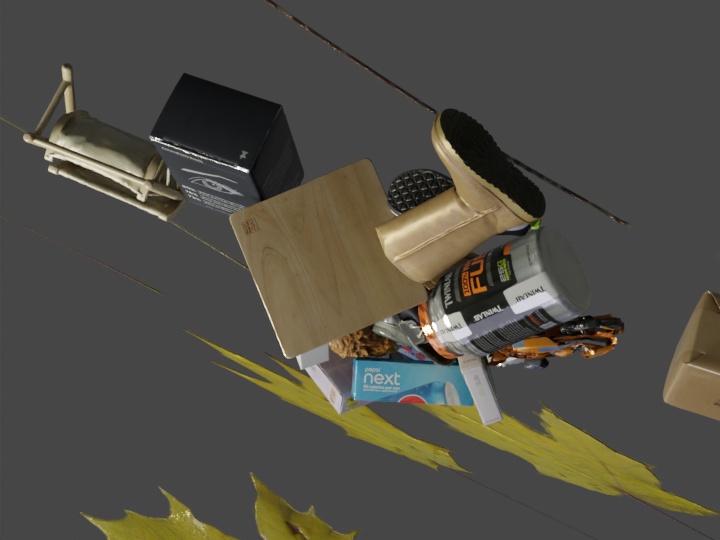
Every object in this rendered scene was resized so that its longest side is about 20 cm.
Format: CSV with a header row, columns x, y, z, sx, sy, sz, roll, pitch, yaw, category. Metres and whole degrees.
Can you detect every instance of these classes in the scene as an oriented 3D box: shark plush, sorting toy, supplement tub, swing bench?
x,y,z,sx,sy,sz,roll,pitch,yaw,category
0.245,0.135,1.634,0.200,0.091,0.083,-29,161,30,shark plush
-0.040,-0.014,1.331,0.070,0.198,0.201,86,162,-86,sorting toy
0.180,0.035,1.299,0.200,0.123,0.122,-28,133,31,supplement tub
-0.356,-0.173,1.499,0.198,0.130,0.200,22,163,4,swing bench

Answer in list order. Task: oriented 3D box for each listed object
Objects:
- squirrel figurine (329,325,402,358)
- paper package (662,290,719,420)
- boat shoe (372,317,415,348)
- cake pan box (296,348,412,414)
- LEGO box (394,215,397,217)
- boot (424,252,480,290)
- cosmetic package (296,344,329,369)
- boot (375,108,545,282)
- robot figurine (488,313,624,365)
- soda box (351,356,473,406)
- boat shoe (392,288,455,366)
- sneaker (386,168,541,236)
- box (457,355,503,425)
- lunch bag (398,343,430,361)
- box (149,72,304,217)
x,y,z,sx,sy,sz,roll,pitch,yaw,category
-0.022,0.078,1.720,0.200,0.141,0.187,56,-175,25,squirrel figurine
0.504,0.130,1.308,0.190,0.104,0.200,17,161,16,paper package
0.102,0.093,1.603,0.202,0.065,0.074,20,178,-42,boat shoe
-0.010,0.148,1.813,0.200,0.184,0.052,47,140,36,cake pan box
0.000,0.000,1.502,0.148,0.077,0.200,-17,167,-10,LEGO box
0.192,0.030,1.460,0.199,0.077,0.155,0,164,10,boot
-0.093,0.033,1.486,0.200,0.052,0.151,92,156,-60,cosmetic package
0.087,-0.076,1.169,0.175,0.066,0.200,44,136,-18,boot
0.282,0.100,1.470,0.199,0.058,0.145,-5,170,5,robot figurine
0.087,0.184,1.685,0.199,0.068,0.064,4,180,-4,soda box
0.090,0.069,1.468,0.068,0.072,0.200,53,176,43,boat shoe
0.125,-0.071,1.264,0.199,0.072,0.083,13,161,33,sneaker
0.165,0.110,1.523,0.036,0.200,0.145,-16,136,9,box
0.150,0.093,1.713,0.150,0.094,0.200,28,153,-4,lunch bag
-0.172,-0.152,1.358,0.148,0.105,0.200,20,162,12,box
